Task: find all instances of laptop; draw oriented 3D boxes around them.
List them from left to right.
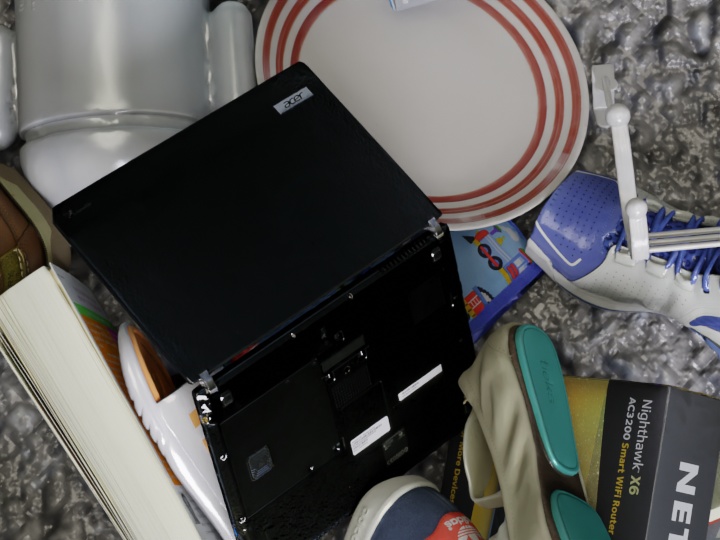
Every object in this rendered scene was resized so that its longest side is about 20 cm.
[{"bbox_3d":[-0.042,0.026,1.057,0.177,0.201,0.103,-34,37,-29],"label":"laptop"}]

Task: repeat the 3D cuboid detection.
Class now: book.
[{"bbox_3d":[-0.123,0.097,1.113,0.048,0.134,0.201,-33,81,4],"label":"book"}]

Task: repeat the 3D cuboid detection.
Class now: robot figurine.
[{"bbox_3d":[-0.141,-0.111,1.152,0.169,0.113,0.201,-6,82,14],"label":"robot figurine"}]

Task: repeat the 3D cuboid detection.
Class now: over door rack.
[{"bbox_3d":[0.204,-0.078,1.091,0.147,0.200,0.067,-4,119,3],"label":"over door rack"}]

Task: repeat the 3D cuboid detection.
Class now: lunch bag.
[{"bbox_3d":[0.000,0.000,1.155,0.151,0.094,0.200,45,72,6],"label":"lunch bag"}]

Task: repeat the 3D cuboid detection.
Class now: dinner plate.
[{"bbox_3d":[0.035,-0.108,1.161,0.199,0.024,0.201,7,60,-13],"label":"dinner plate"}]

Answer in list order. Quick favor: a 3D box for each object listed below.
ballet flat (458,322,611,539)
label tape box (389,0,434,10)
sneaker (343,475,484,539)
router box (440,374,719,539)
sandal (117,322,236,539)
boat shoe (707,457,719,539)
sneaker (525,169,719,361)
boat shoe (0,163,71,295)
[{"bbox_3d":[0.089,0.121,1.029,0.069,0.070,0.201,-12,53,1],"label":"ballet flat"},{"bbox_3d":[0.094,-0.249,1.166,0.199,0.066,0.144,-16,65,2],"label":"label tape box"},{"bbox_3d":[0.019,0.214,1.072,0.084,0.075,0.201,31,117,38],"label":"sneaker"},{"bbox_3d":[0.108,0.158,1.089,0.052,0.157,0.201,16,80,-40],"label":"router box"},{"bbox_3d":[-0.062,0.107,1.086,0.059,0.079,0.207,-30,102,3],"label":"sandal"},{"bbox_3d":[0.235,0.133,1.130,0.199,0.071,0.063,-14,124,-2],"label":"boat shoe"},{"bbox_3d":[0.199,-0.005,1.111,0.199,0.115,0.081,31,66,7],"label":"sneaker"},{"bbox_3d":[-0.250,-0.053,1.140,0.068,0.072,0.200,-24,51,-40],"label":"boat shoe"}]
